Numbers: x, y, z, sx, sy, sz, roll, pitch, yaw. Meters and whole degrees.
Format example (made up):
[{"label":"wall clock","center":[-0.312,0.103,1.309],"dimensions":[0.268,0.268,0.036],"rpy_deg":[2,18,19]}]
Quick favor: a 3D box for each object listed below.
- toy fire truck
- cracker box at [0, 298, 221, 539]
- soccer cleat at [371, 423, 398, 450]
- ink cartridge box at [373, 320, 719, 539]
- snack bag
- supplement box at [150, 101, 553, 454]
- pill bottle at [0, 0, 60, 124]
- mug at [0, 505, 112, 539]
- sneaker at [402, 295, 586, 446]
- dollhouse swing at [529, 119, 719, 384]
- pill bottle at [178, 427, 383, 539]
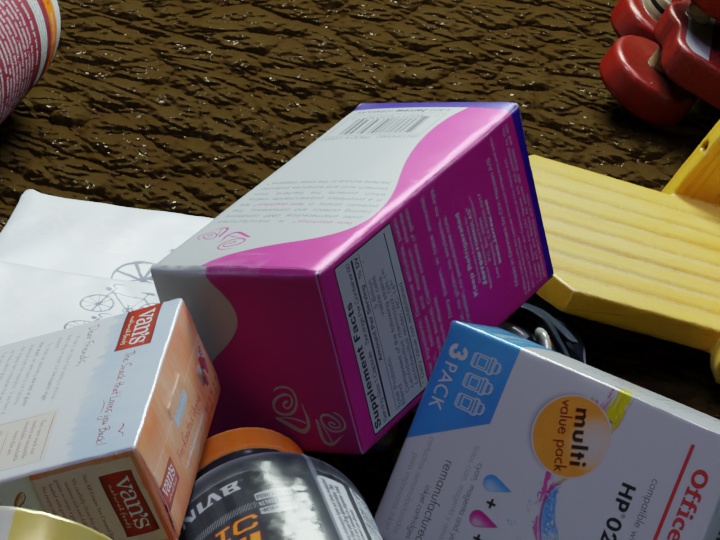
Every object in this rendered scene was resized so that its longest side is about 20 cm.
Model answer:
[{"label":"toy fire truck","center":[0.260,-0.148,1.958],"dimensions":[0.168,0.112,0.200],"rpy_deg":[32,30,-7]},{"label":"cracker box","center":[-0.173,0.091,1.376],"dimensions":[0.200,0.058,0.134],"rpy_deg":[-15,26,15]},{"label":"soccer cleat","center":[0.007,0.031,1.608],"dimensions":[0.073,0.068,0.200],"rpy_deg":[24,33,4]},{"label":"ink cartridge box","center":[0.120,0.113,1.423],"dimensions":[0.200,0.115,0.068],"rpy_deg":[22,4,23]},{"label":"snack bag","center":[-0.124,0.010,1.629],"dimensions":[0.188,0.021,0.200],"rpy_deg":[7,29,10]},{"label":"supplement box","center":[0.000,0.000,1.479],"dimensions":[0.101,0.103,0.200],"rpy_deg":[2,26,34]},{"label":"pill bottle","center":[-0.258,-0.115,1.734],"dimensions":[0.113,0.113,0.200],"rpy_deg":[14,30,9]},{"label":"mug","center":[-0.141,0.190,1.190],"dimensions":[0.149,0.187,0.153],"rpy_deg":[41,32,-21]},{"label":"sneaker","center":[0.078,0.047,1.580],"dimensions":[0.078,0.079,0.200],"rpy_deg":[14,28,10]},{"label":"dollhouse swing","center":[0.204,-0.050,1.686],"dimensions":[0.176,0.182,0.200],"rpy_deg":[30,22,-18]},{"label":"pill bottle","center":[-0.033,0.153,1.338],"dimensions":[0.106,0.106,0.200],"rpy_deg":[-1,30,-17]}]
